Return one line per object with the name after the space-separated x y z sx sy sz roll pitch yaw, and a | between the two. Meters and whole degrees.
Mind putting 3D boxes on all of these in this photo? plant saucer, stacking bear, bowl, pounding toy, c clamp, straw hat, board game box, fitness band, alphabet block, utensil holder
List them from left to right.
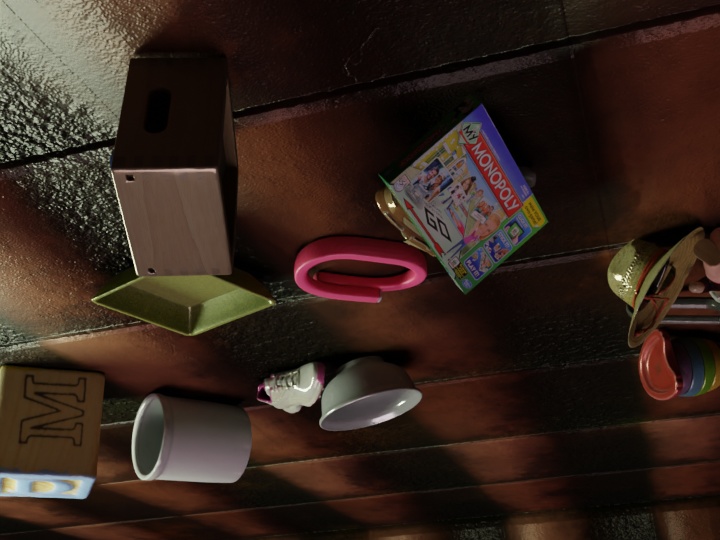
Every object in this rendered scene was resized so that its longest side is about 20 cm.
-0.597 0.310 1.822 0.193 0.203 0.195 8 155 -20 | alphabet block
-0.203 -0.112 1.001 0.139 0.202 0.186 -1 141 -2 | pounding toy
-0.258 0.025 1.419 0.198 0.049 0.199 -20 149 34 | plant saucer
-0.344 0.348 1.963 0.198 0.173 0.169 13 151 -33 | utensil holder
0.000 0.000 1.399 0.196 0.038 0.144 5 154 -18 | fitness band
0.009 0.219 1.783 0.198 0.092 0.202 -15 157 -6 | bowl
0.122 -0.081 1.094 0.134 0.029 0.200 -40 129 0 | board game box
0.402 0.006 1.377 0.085 0.202 0.201 35 171 28 | straw hat
0.502 0.065 1.477 0.197 0.028 0.171 1 -161 27 | c clamp
0.616 0.169 1.737 0.196 0.123 0.114 -4 155 -15 | stacking bear

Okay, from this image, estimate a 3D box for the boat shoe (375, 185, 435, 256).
0.087 -0.063 1.239 0.073 0.077 0.200 -10 146 30 | boat shoe

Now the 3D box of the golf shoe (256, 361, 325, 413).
-0.132 0.221 1.823 0.090 0.077 0.200 13 150 -23 | golf shoe

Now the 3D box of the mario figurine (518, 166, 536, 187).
0.145 -0.081 1.156 0.122 0.108 0.199 -19 149 29 | mario figurine

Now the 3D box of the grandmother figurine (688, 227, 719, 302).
0.537 -0.003 1.413 0.120 0.061 0.200 -20 154 13 | grandmother figurine
